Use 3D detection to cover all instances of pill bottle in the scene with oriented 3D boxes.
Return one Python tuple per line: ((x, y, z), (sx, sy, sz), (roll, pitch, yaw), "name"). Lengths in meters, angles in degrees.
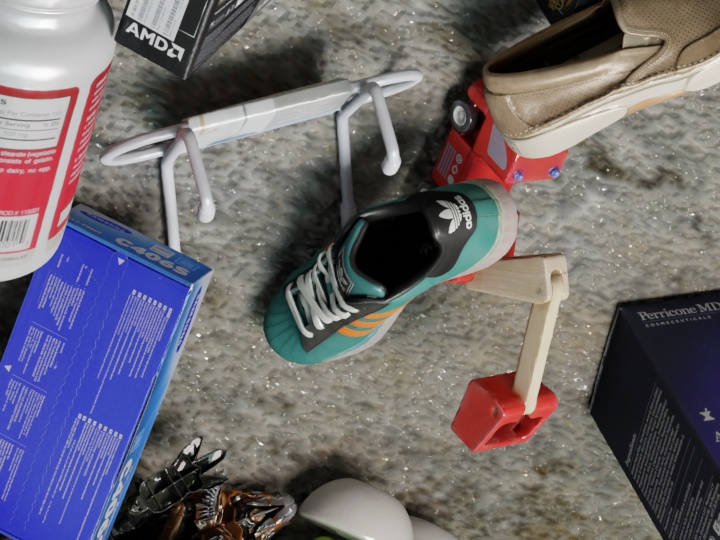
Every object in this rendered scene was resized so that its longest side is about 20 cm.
((-0.195, -0.101, 1.465), (0.112, 0.112, 0.200), (0, 130, -27), "pill bottle")

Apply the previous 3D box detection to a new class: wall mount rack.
((-0.055, -0.057, 1.614), (0.199, 0.075, 0.174), (-15, 174, -13), "wall mount rack")

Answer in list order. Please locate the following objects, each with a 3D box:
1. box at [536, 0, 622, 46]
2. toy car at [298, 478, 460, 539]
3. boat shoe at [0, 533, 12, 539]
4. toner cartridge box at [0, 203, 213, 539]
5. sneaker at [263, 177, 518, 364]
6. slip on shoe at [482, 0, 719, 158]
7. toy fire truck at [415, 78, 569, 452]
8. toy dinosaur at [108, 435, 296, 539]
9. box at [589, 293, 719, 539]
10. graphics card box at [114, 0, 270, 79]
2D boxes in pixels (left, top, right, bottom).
((0.229, -0.220, 1.615), (0.198, 0.050, 0.200), (3, 130, -27), "box")
((0.019, 0.252, 1.842), (0.200, 0.150, 0.176), (38, 76, -52), "toy car")
((-0.250, 0.150, 1.705), (0.199, 0.073, 0.075), (-21, 137, -7), "boat shoe")
((-0.168, 0.071, 1.625), (0.095, 0.043, 0.201), (26, 109, 8), "toner cartridge box")
((0.000, 0.000, 1.655), (0.200, 0.072, 0.080), (-33, 162, 35), "sneaker")
((0.163, -0.138, 1.582), (0.199, 0.076, 0.061), (-26, 127, 9), "slip on shoe")
((0.087, -0.004, 1.675), (0.049, 0.141, 0.200), (-8, 135, -38), "toy fire truck")
((-0.128, 0.185, 1.776), (0.200, 0.102, 0.136), (-38, -177, -29), "toy dinosaur")
((0.266, 0.116, 1.841), (0.147, 0.200, 0.105), (-8, 134, -22), "box")
((-0.057, -0.212, 1.425), (0.051, 0.126, 0.200), (27, 125, 8), "graphics card box")
